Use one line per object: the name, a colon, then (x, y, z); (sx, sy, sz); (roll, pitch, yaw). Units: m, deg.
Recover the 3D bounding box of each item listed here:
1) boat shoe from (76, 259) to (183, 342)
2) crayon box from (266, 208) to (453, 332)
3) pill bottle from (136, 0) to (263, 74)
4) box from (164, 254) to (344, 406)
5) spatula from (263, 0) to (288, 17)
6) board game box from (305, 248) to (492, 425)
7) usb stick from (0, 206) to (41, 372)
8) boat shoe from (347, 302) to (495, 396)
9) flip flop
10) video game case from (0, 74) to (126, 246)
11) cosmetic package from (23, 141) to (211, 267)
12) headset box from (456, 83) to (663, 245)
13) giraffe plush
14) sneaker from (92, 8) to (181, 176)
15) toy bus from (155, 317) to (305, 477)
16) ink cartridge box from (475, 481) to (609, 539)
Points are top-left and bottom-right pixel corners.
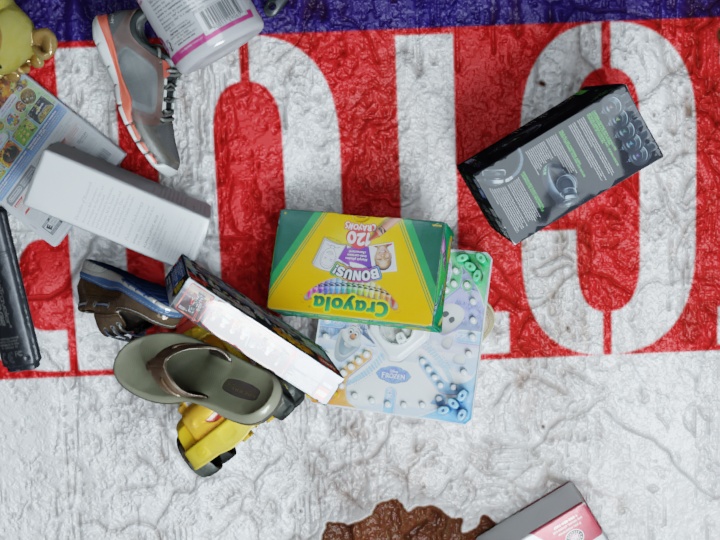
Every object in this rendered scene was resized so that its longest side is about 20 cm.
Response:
boat shoe: (-0.263, 0.044, 1.218); (0.072, 0.200, 0.073); (16, 92, -39)
crayon box: (0.000, 0.000, 1.223); (0.199, 0.058, 0.119); (5, 81, 16)
pill bottle: (-0.204, -0.333, 1.193); (0.113, 0.113, 0.201); (-29, 97, 3)
box: (-0.118, 0.062, 1.158); (0.200, 0.137, 0.040); (35, 92, -17)
spatula: (-0.051, -0.378, 1.235); (0.056, 0.021, 0.200); (36, 99, 7)
board game box: (0.043, 0.067, 1.244); (0.199, 0.026, 0.201); (6, 82, 17)
usb stick: (-0.426, 0.022, 1.277); (0.055, 0.033, 0.201); (-8, 98, 23)
boat shoe: (0.074, 0.097, 1.282); (0.199, 0.065, 0.072); (-26, 98, 3)
flip flop: (-0.174, 0.108, 1.112); (0.199, 0.058, 0.081); (16, 69, 27)
video game case: (-0.399, -0.145, 1.265); (0.200, 0.018, 0.143); (38, 96, -6)
cosmetic package: (-0.274, -0.074, 1.223); (0.199, 0.102, 0.074); (22, 98, -11)
headset box: (0.223, -0.126, 1.198); (0.199, 0.174, 0.093); (-31, 98, 4)
giraffe plush: (-0.428, -0.287, 1.181); (0.199, 0.172, 0.163); (-24, 99, -31)
sneaker: (-0.239, -0.210, 1.229); (0.082, 0.077, 0.201); (-21, 98, 1)
toy bus: (-0.172, 0.116, 1.221); (0.135, 0.200, 0.192); (-36, 89, 3)
ink cartridge box: (0.257, 0.390, 1.318); (0.146, 0.083, 0.200); (-32, 97, 3)
